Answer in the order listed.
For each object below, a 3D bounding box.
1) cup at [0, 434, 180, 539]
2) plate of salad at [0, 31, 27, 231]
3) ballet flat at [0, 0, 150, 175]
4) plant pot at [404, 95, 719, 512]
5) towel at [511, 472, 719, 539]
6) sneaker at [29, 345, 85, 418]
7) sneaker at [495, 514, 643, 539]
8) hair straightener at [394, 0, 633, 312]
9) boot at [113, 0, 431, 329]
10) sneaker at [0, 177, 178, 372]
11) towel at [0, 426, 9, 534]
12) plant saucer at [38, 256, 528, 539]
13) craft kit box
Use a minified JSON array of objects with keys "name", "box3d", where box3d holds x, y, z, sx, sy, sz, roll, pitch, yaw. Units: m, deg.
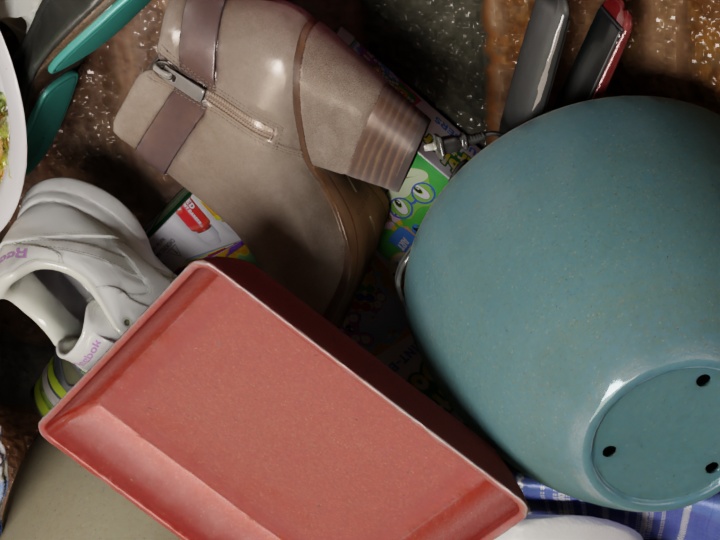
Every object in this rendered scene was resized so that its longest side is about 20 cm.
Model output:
[{"name":"cup","box3d":[-0.141,0.202,1.411,0.199,0.143,0.201,11,127,14]},{"name":"plate of salad","box3d":[-0.250,-0.102,1.260,0.199,0.048,0.201,25,130,35]},{"name":"ballet flat","box3d":[-0.166,-0.122,1.240,0.068,0.068,0.200,45,128,3]},{"name":"plant pot","box3d":[0.132,0.037,1.142,0.199,0.135,0.201,-7,128,-10]},{"name":"towel","box3d":[0.103,0.128,1.271,0.199,0.024,0.145,4,168,7]},{"name":"sneaker","box3d":[-0.096,0.080,1.341,0.199,0.074,0.081,24,123,15]},{"name":"sneaker","box3d":[0.121,0.186,1.274,0.075,0.089,0.200,-1,159,34]},{"name":"hair straightener","box3d":[0.061,-0.052,1.174,0.077,0.041,0.201,13,118,-22]},{"name":"boot","box3d":[-0.056,-0.046,1.195,0.146,0.070,0.201,25,121,2]},{"name":"sneaker","box3d":[-0.109,0.039,1.257,0.199,0.100,0.075,33,127,-6]},{"name":"towel","box3d":[-0.236,0.071,1.332,0.147,0.024,0.200,63,163,15]},{"name":"plant saucer","box3d":[-0.038,0.086,1.180,0.199,0.037,0.200,37,140,-9]},{"name":"craft kit box","box3d":[0.000,0.000,1.277,0.197,0.049,0.200,38,129,-11]}]
